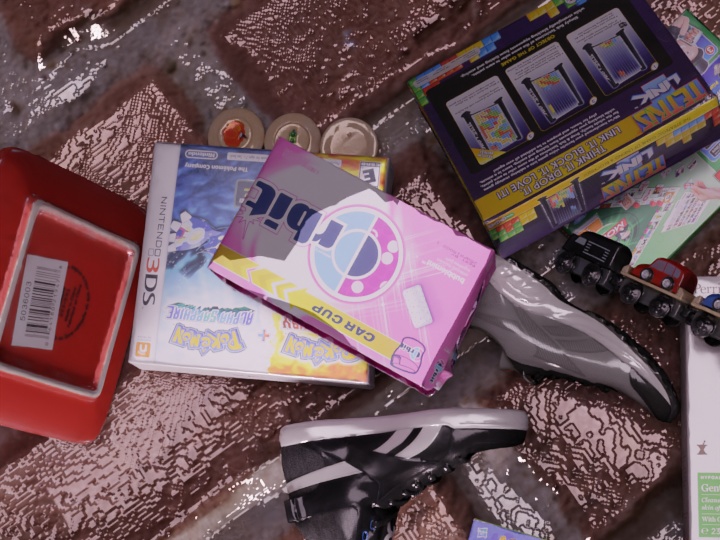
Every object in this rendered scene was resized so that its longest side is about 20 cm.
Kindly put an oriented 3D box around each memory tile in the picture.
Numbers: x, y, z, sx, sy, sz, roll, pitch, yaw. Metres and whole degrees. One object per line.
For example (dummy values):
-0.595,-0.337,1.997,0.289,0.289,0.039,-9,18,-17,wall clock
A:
-0.067,-0.034,1.178,0.151,0.017,0.203,8,80,8,memory tile

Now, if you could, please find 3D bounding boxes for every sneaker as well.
0.160,0.062,1.110,0.199,0.074,0.080,33,94,18,sneaker
0.037,0.168,1.103,0.197,0.073,0.114,-7,81,14,sneaker

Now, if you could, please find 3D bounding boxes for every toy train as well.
0.226,0.014,1.053,0.199,0.034,0.046,28,91,44,toy train

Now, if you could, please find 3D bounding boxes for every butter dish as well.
-0.283,0.017,1.130,0.146,0.199,0.203,9,79,32,butter dish

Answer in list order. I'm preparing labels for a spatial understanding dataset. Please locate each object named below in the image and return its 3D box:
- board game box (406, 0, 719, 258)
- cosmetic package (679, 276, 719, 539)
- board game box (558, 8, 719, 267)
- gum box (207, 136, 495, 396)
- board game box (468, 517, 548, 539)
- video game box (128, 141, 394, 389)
0.158,-0.127,1.116,0.198,0.057,0.166,-28,55,4,board game box
0.295,0.109,1.071,0.106,0.085,0.203,-2,79,10,cosmetic package
0.240,-0.094,1.146,0.200,0.029,0.135,-44,78,-3,board game box
0.000,0.000,1.075,0.198,0.066,0.114,28,83,11,gum box
0.174,0.232,1.036,0.197,0.135,0.045,15,81,9,board game box
-0.079,-0.005,1.143,0.197,0.047,0.185,4,82,8,video game box
